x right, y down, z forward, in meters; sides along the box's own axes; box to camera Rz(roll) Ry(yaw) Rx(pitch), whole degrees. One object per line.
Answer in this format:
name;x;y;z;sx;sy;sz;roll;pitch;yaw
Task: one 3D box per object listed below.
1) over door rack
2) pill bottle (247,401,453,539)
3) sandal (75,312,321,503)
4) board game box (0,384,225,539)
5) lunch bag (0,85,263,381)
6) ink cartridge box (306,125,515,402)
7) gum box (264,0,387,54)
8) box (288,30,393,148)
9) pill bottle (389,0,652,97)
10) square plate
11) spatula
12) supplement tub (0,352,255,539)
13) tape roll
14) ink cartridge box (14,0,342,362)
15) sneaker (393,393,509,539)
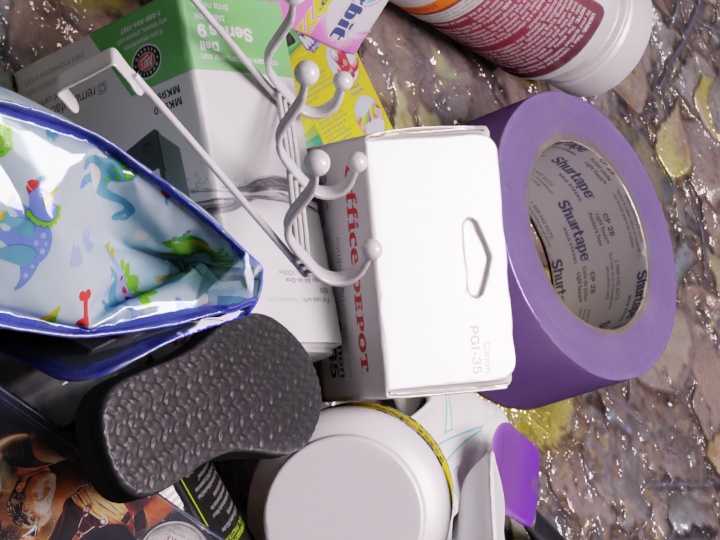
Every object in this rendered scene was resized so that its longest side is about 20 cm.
over door rack;-0.065;-0.098;1.313;0.200;0.066;0.148;36;29;-34
pill bottle;-0.004;0.131;1.445;0.200;0.112;0.113;33;39;-87
sandal;-0.086;0.067;1.297;0.200;0.048;0.076;-13;90;-59
board game box;-0.183;0.131;1.261;0.199;0.035;0.136;35;86;-15
lunch bag;-0.170;-0.024;1.289;0.199;0.170;0.128;14;93;-41
ink cartridge box;0.000;0.000;1.481;0.082;0.200;0.148;-4;88;-26
gum box;-0.077;-0.217;1.540;0.113;0.066;0.200;19;19;-46
box;-0.023;-0.063;1.634;0.117;0.048;0.201;-34;104;-51
pill bottle;0.106;-0.200;1.794;0.199;0.114;0.115;26;55;-42
square plate;0.068;0.222;1.449;0.200;0.028;0.200;76;14;-69
spatula;0.111;0.153;1.663;0.200;0.020;0.057;60;34;-62
supplement tub;-0.129;0.131;1.356;0.122;0.122;0.201;-42;106;-50
tape roll;0.123;-0.013;1.758;0.199;0.085;0.201;25;55;-42
ink cartridge box;-0.102;-0.035;1.442;0.084;0.145;0.201;2;72;-48
sneaker;0.033;0.143;1.602;0.080;0.070;0.201;39;40;-23
